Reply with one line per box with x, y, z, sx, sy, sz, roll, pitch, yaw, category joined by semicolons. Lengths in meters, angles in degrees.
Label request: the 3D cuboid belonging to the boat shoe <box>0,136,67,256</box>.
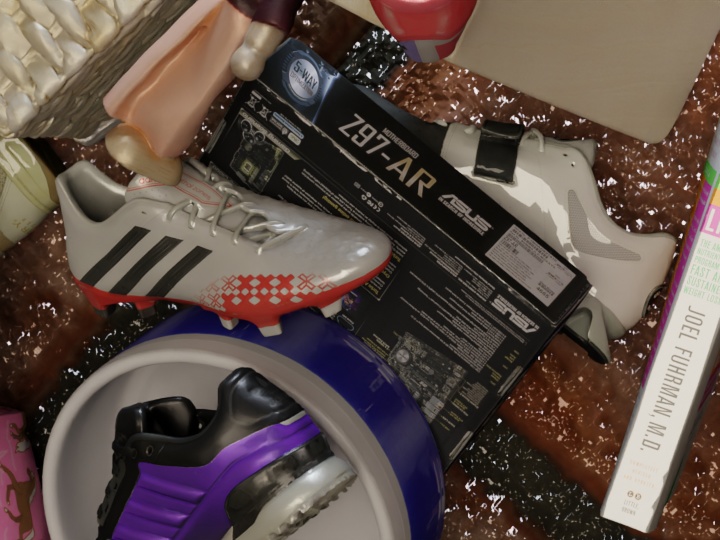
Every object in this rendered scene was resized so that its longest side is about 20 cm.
-0.240;-0.099;1.533;0.063;0.073;0.201;-41;93;6;boat shoe

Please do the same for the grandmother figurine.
-0.053;-0.131;1.365;0.061;0.121;0.200;24;118;-28;grandmother figurine

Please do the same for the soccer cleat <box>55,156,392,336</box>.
-0.074;-0.019;1.427;0.200;0.069;0.085;2;120;40;soccer cleat

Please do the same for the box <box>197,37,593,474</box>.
0.000;0.000;1.464;0.200;0.044;0.160;39;136;6;box

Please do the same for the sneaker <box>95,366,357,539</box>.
-0.096;0.115;1.411;0.200;0.070;0.100;-39;85;30;sneaker

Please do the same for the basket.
-0.155;-0.197;1.464;0.198;0.161;0.200;-42;84;12;basket

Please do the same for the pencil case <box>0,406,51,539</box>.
-0.210;0.172;1.542;0.086;0.083;0.200;-6;94;45;pencil case

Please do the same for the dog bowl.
-0.060;0.118;1.476;0.200;0.079;0.200;9;115;21;dog bowl

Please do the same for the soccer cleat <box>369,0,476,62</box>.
0.035;-0.193;1.317;0.067;0.076;0.200;3;65;7;soccer cleat

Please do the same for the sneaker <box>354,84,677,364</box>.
0.076;-0.046;1.482;0.200;0.074;0.089;38;85;5;sneaker

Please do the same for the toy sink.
0.088;-0.160;1.432;0.112;0.200;0.130;31;100;37;toy sink

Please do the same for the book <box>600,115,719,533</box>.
0.168;0.024;1.430;0.048;0.134;0.200;19;98;8;book
